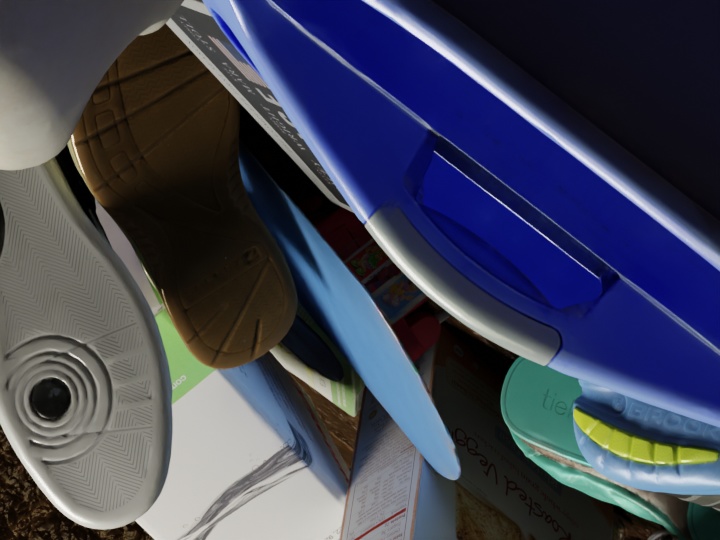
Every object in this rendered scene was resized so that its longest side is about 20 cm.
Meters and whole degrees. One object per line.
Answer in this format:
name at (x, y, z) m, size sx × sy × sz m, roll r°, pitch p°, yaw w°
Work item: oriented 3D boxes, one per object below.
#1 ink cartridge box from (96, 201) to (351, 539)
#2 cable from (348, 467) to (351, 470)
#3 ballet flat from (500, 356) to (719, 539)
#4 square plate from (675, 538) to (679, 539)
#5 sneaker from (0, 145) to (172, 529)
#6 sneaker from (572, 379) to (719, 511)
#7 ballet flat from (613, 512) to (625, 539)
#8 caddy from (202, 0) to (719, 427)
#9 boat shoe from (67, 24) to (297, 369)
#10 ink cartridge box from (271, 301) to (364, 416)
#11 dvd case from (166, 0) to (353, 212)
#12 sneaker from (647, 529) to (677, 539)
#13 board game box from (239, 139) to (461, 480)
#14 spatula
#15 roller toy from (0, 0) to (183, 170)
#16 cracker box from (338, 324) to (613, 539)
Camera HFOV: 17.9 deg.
ink cartridge box at (-0.088, 0.062, 1.097) m, size 0.200 × 0.084 × 0.146 m, roll 51°, pitch -176°, yaw -38°
cable at (0.041, 0.167, 1.225) m, size 0.050 × 0.200 × 0.165 m, roll -8°, pitch 101°, yaw 34°
ballet flat at (0.141, 0.077, 0.868) m, size 0.070 × 0.068 × 0.199 m, roll 13°, pitch -170°, yaw -45°
square plate at (0.174, 0.142, 0.829) m, size 0.199 × 0.029 × 0.198 m, roll 21°, pitch -166°, yaw 30°
sneaker at (-0.122, 0.008, 0.950) m, size 0.112 × 0.073 × 0.201 m, roll 44°, pitch -156°, yaw -84°
sneaker at (0.160, 0.061, 0.725) m, size 0.082 × 0.071 × 0.199 m, roll 8°, pitch -172°, yaw -45°
ballet flat at (0.078, 0.174, 1.182) m, size 0.071 × 0.200 × 0.070 m, roll 10°, pitch 124°, yaw 32°
caddy at (0.050, -0.033, 0.534) m, size 0.199 × 0.105 × 0.141 m, roll 37°, pitch 170°, yaw 0°
boat shoe at (-0.084, -0.048, 0.937) m, size 0.063 × 0.073 × 0.201 m, roll 48°, pitch 159°, yaw 50°
ink cartridge box at (-0.071, -0.009, 1.212) m, size 0.199 × 0.048 × 0.146 m, roll 34°, pitch 169°, yaw 8°
dvd case at (0.014, -0.049, 0.813) m, size 0.199 × 0.025 × 0.150 m, roll 24°, pitch 163°, yaw 48°
sneaker at (0.148, 0.205, 1.210) m, size 0.075 × 0.115 × 0.200 m, roll 37°, pitch 169°, yaw 0°
board game box at (0.000, 0.000, 1.006) m, size 0.200 × 0.039 × 0.158 m, roll 50°, pitch 170°, yaw 35°
spatula at (-0.063, -0.014, 1.036) m, size 0.056 × 0.021 × 0.200 m, roll 27°, pitch 158°, yaw 54°
roller toy at (-0.133, -0.124, 0.658) m, size 0.182 × 0.140 × 0.200 m, roll 32°, pitch 168°, yaw 26°
cracker box at (0.056, 0.140, 1.075) m, size 0.134 × 0.058 × 0.201 m, roll 42°, pitch -147°, yaw -23°
